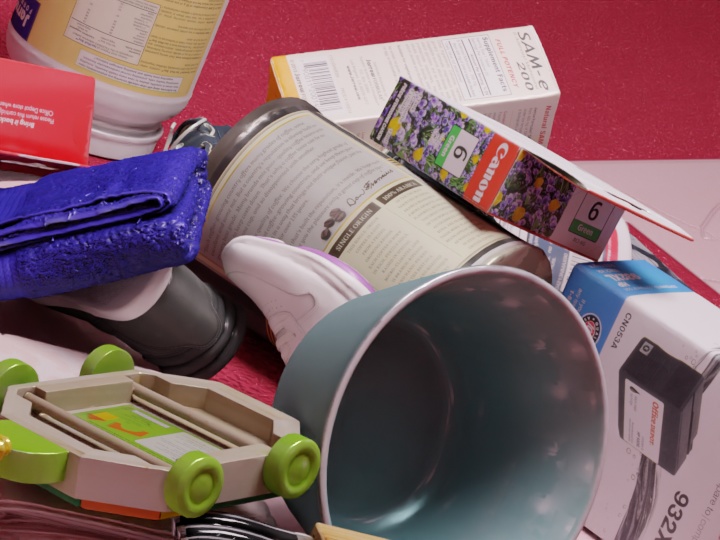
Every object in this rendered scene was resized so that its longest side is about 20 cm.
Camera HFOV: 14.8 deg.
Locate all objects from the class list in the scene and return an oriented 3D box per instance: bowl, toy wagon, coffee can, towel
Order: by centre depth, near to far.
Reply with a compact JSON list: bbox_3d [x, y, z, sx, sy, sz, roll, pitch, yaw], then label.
[{"bbox_3d":[-0.124,0.085,1.403,0.155,0.040,0.200,22,20,39],"label":"toy wagon"},{"bbox_3d":[-0.149,0.097,1.489,0.190,0.032,0.200,15,20,-27],"label":"towel"},{"bbox_3d":[0.029,0.089,1.524,0.200,0.202,0.105,9,3,-37],"label":"bowl"},{"bbox_3d":[-0.189,-0.028,1.605,0.199,0.050,0.148,-11,21,5],"label":"towel"},{"bbox_3d":[0.000,0.000,1.765,0.200,0.147,0.146,33,20,27],"label":"coffee can"}]

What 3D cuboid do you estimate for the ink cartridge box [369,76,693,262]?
[{"bbox_3d":[0.105,-0.052,1.748,0.109,0.050,0.200,22,9,-41],"label":"ink cartridge box"}]

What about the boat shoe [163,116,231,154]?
[{"bbox_3d":[-0.113,-0.070,1.944,0.062,0.075,0.200,24,16,-5],"label":"boat shoe"}]

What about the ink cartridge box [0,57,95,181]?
[{"bbox_3d":[-0.245,-0.095,1.726,0.116,0.068,0.200,8,-5,-40],"label":"ink cartridge box"}]

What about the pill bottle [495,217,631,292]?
[{"bbox_3d":[0.077,-0.013,1.946,0.199,0.120,0.120,17,19,-20],"label":"pill bottle"}]

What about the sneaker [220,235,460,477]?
[{"bbox_3d":[-0.013,0.060,1.621,0.200,0.100,0.075,41,-14,4],"label":"sneaker"}]

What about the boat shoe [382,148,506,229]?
[{"bbox_3d":[0.076,0.000,1.842,0.074,0.200,0.066,-26,0,-17],"label":"boat shoe"}]

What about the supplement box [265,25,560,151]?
[{"bbox_3d":[0.032,-0.098,1.990,0.199,0.126,0.074,-8,52,-15],"label":"supplement box"}]

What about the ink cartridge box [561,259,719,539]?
[{"bbox_3d":[0.199,0.104,1.717,0.200,0.146,0.084,35,21,33],"label":"ink cartridge box"}]

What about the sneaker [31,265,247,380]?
[{"bbox_3d":[-0.140,0.019,1.687,0.099,0.071,0.200,42,-11,-30],"label":"sneaker"}]

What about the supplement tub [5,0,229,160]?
[{"bbox_3d":[-0.173,-0.196,2.025,0.145,0.201,0.145,21,17,-7],"label":"supplement tub"}]

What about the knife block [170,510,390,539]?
[{"bbox_3d":[-0.002,0.170,1.409,0.175,0.064,0.200,31,20,21],"label":"knife block"}]

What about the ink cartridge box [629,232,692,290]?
[{"bbox_3d":[0.209,0.015,2.166,0.099,0.039,0.200,13,21,-32],"label":"ink cartridge box"}]
